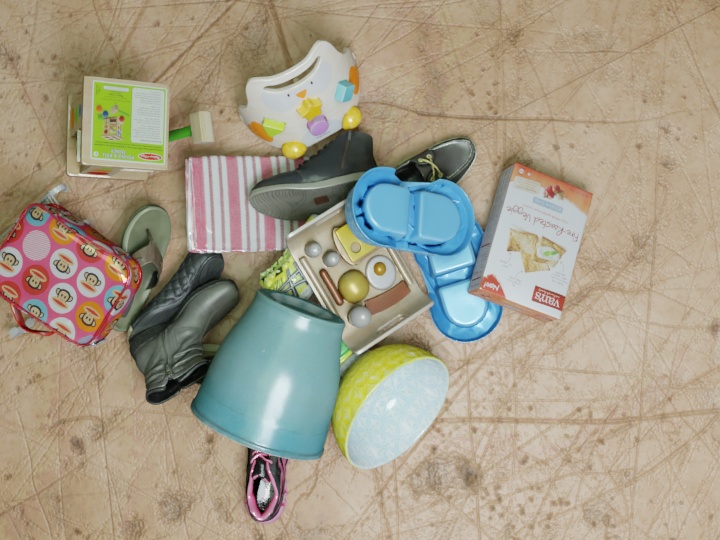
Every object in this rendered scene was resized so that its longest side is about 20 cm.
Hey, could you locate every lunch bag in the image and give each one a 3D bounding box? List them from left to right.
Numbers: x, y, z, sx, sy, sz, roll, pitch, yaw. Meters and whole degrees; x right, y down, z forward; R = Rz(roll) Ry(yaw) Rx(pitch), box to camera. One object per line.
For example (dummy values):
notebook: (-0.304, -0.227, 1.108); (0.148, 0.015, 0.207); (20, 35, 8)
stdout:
lunch bag: (-0.437, 0.017, 1.602); (0.199, 0.082, 0.177); (35, 96, 4)

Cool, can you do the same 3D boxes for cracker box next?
cracker box: (0.252, -0.040, 1.622); (0.133, 0.058, 0.202); (19, 79, -11)

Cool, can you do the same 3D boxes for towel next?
towel: (-0.166, -0.100, 1.666); (0.197, 0.030, 0.148); (-1, 85, -16)

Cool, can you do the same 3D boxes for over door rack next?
over door rack: (-0.488, -0.017, 1.681); (0.199, 0.067, 0.148); (-36, 87, 6)

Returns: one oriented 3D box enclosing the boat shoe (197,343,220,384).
boat shoe: (-0.168, 0.151, 1.649); (0.197, 0.065, 0.074); (-3, 119, 9)

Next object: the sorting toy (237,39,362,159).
sorting toy: (-0.090, -0.264, 1.607); (0.198, 0.180, 0.108); (-28, 69, 1)

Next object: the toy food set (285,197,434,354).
toy food set: (0.000, 0.000, 1.587); (0.143, 0.060, 0.201); (-32, 98, -13)

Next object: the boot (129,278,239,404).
boot: (-0.244, 0.110, 1.624); (0.199, 0.068, 0.131); (-37, 42, -3)

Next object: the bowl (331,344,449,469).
bowl: (0.024, 0.178, 1.607); (0.200, 0.200, 0.108); (-49, 55, 0)

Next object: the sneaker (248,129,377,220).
sneaker: (-0.069, -0.143, 1.651); (0.197, 0.075, 0.107); (-8, 51, 5)

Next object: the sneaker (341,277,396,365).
sneaker: (-0.021, 0.070, 1.654); (0.083, 0.074, 0.201); (31, 80, 1)

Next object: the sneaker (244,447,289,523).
sneaker: (-0.141, 0.281, 1.637); (0.078, 0.095, 0.203); (0, 86, 4)

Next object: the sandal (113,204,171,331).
sandal: (-0.328, 0.000, 1.661); (0.057, 0.079, 0.203); (22, 97, 46)

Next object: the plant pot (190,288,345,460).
plant pot: (-0.113, 0.134, 1.526); (0.198, 0.200, 0.190); (21, 95, 3)

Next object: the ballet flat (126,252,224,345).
ballet flat: (-0.284, 0.041, 1.682); (0.200, 0.066, 0.057); (-46, 44, 0)

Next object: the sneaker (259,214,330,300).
sneaker: (-0.105, 0.009, 1.633); (0.076, 0.075, 0.202); (18, 99, -24)

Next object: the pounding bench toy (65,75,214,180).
pounding bench toy: (-0.332, -0.204, 1.646); (0.198, 0.156, 0.126); (2, 86, -24)

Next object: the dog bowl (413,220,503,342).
dog bowl: (0.146, 0.008, 1.658); (0.110, 0.050, 0.202); (-17, 88, 2)

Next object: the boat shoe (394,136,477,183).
boat shoe: (0.091, -0.139, 1.661); (0.200, 0.061, 0.072); (-32, 86, 1)

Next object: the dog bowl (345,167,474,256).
dog bowl: (0.068, -0.079, 1.571); (0.198, 0.049, 0.113); (9, 78, -25)
